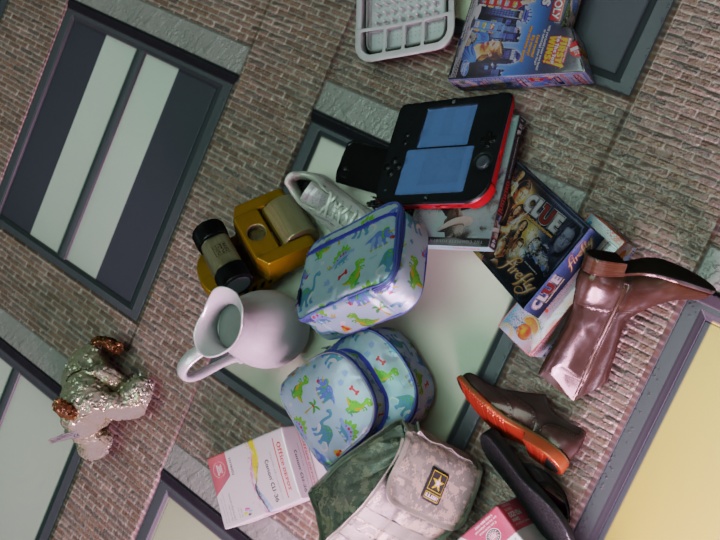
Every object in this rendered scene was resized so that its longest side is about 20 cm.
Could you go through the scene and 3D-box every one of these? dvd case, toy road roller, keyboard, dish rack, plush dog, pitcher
[{"bbox_3d":[0.150,-0.126,1.300,0.145,0.022,0.202,4,74,40],"label":"dvd case"},{"bbox_3d":[-0.169,-0.023,1.469,0.198,0.147,0.123,-26,63,-14],"label":"toy road roller"},{"bbox_3d":[0.053,-0.130,1.393,0.198,0.040,0.105,18,78,26],"label":"keyboard"},{"bbox_3d":[0.075,-0.424,1.403,0.170,0.043,0.203,-3,83,30],"label":"dish rack"},{"bbox_3d":[-0.483,0.210,1.607,0.200,0.160,0.172,-46,42,18],"label":"plush dog"},{"bbox_3d":[-0.180,0.106,1.398,0.172,0.199,0.122,-47,65,17],"label":"pitcher"}]

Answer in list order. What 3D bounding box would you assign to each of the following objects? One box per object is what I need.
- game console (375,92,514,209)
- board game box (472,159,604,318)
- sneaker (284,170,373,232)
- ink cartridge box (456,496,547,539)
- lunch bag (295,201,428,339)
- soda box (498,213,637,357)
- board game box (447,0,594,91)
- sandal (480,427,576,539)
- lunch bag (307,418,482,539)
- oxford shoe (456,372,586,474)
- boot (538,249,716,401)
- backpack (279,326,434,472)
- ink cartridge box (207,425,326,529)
[{"bbox_3d":[0.119,-0.172,1.311,0.198,0.031,0.179,2,71,38],"label":"game console"},{"bbox_3d":[0.224,-0.048,1.231,0.136,0.034,0.200,-53,37,14],"label":"board game box"},{"bbox_3d":[-0.042,-0.088,1.400,0.199,0.099,0.075,37,100,26],"label":"sneaker"},{"bbox_3d":[0.207,0.432,1.208,0.146,0.085,0.201,-46,67,18],"label":"ink cartridge box"},{"bbox_3d":[0.000,0.000,1.293,0.199,0.082,0.162,-23,42,37],"label":"lunch bag"},{"bbox_3d":[0.278,0.022,1.221,0.064,0.068,0.201,46,106,28],"label":"soda box"},{"bbox_3d":[0.248,-0.340,1.284,0.198,0.061,0.202,19,94,29],"label":"board game box"},{"bbox_3d":[0.236,0.289,1.218,0.048,0.076,0.201,-26,60,-17],"label":"sandal"},{"bbox_3d":[0.056,0.307,1.250,0.200,0.163,0.118,-47,34,17],"label":"lunch bag"},{"bbox_3d":[0.219,0.194,1.249,0.199,0.071,0.073,36,74,31],"label":"oxford shoe"},{"bbox_3d":[0.342,0.082,1.179,0.184,0.064,0.202,12,112,-4],"label":"boot"},{"bbox_3d":[-0.003,0.185,1.320,0.200,0.147,0.184,-41,70,16],"label":"backpack"},{"bbox_3d":[-0.136,0.317,1.425,0.199,0.067,0.118,-27,72,25],"label":"ink cartridge box"}]
